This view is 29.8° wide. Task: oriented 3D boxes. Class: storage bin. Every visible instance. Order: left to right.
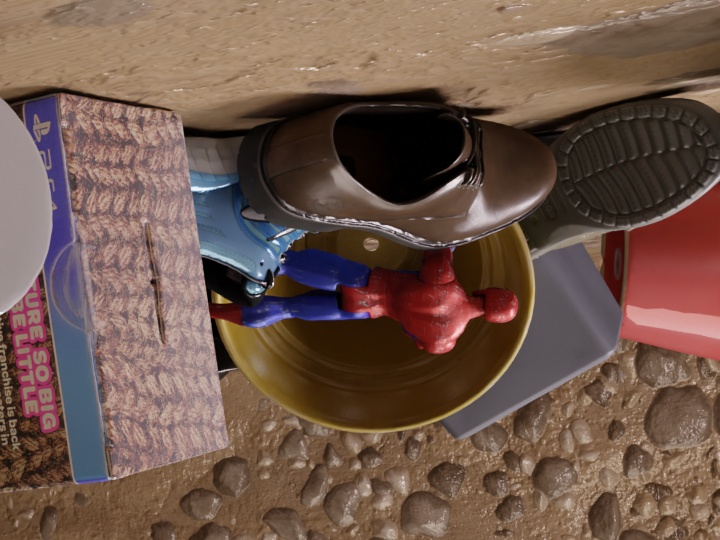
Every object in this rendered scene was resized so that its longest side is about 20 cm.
[{"bbox_3d":[0.108,0.033,1.088,0.200,0.134,0.146,-32,-170,24],"label":"storage bin"}]

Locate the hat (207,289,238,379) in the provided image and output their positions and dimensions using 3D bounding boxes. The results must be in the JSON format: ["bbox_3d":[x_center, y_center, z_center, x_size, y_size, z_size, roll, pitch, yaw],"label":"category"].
[{"bbox_3d":[-0.144,0.043,0.994,0.200,0.081,0.201,10,-145,-7],"label":"hat"}]

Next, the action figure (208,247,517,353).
[{"bbox_3d":[0.000,0.000,0.793,0.200,0.065,0.099,8,-153,20],"label":"action figure"}]

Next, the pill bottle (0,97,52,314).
[{"bbox_3d":[-0.204,-0.009,0.477,0.200,0.113,0.113,-11,175,37],"label":"pill bottle"}]

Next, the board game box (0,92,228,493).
[{"bbox_3d":[-0.179,0.020,0.623,0.200,0.160,0.097,-9,177,24],"label":"board game box"}]

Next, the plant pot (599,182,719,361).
[{"bbox_3d":[0.318,-0.007,1.238,0.177,0.201,0.200,2,177,0],"label":"plant pot"}]

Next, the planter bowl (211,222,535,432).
[{"bbox_3d":[0.007,-0.002,0.870,0.200,0.201,0.084,-8,-154,3],"label":"planter bowl"}]

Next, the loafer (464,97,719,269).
[{"bbox_3d":[0.149,-0.058,0.846,0.200,0.075,0.070,-21,-179,44],"label":"loafer"}]

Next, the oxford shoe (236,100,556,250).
[{"bbox_3d":[0.042,-0.051,0.703,0.200,0.073,0.084,-5,174,-41],"label":"oxford shoe"}]

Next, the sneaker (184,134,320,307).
[{"bbox_3d":[-0.059,-0.025,0.726,0.200,0.090,0.078,-8,177,-34],"label":"sneaker"}]

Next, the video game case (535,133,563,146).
[{"bbox_3d":[0.150,-0.079,0.951,0.200,0.019,0.143,-6,176,-13],"label":"video game case"}]
